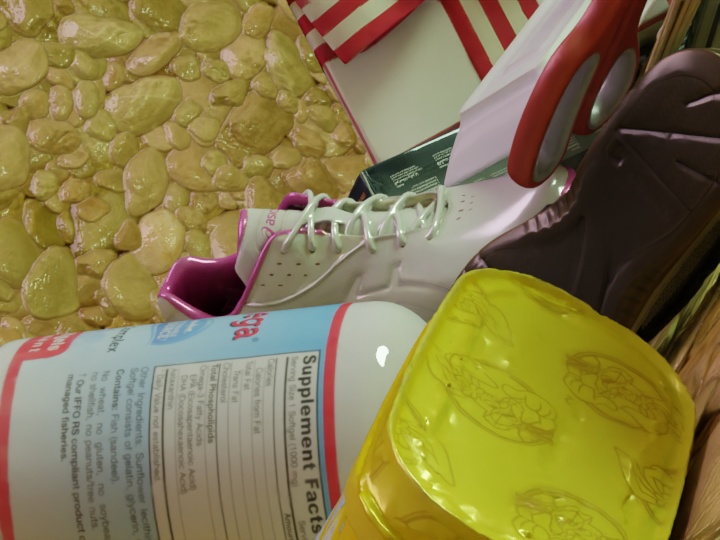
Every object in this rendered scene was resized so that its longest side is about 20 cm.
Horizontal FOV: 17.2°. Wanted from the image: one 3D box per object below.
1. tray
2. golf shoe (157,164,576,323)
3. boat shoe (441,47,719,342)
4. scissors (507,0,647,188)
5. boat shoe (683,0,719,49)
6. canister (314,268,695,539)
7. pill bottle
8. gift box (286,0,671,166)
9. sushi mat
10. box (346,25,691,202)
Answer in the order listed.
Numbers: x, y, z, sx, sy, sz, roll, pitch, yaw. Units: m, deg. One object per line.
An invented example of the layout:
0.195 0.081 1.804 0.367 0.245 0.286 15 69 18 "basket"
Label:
0.105 -0.122 1.009 0.200 0.022 0.107 -53 13 -27 "tray"
0.000 0.000 0.987 0.199 0.092 0.075 -31 23 26 "golf shoe"
0.098 -0.004 0.890 0.066 0.072 0.201 -8 -36 -45 "boat shoe"
0.098 -0.111 0.833 0.073 0.014 0.201 -33 -26 -41 "scissors"
0.168 -0.115 0.932 0.075 0.062 0.201 -66 -5 -70 "boat shoe"
0.011 0.117 0.709 0.201 0.086 0.149 -61 0 28 "canister"
-0.029 0.069 0.832 0.109 0.199 0.109 -6 -90 -79 "pill bottle"
0.033 -0.155 1.175 0.184 0.201 0.187 -33 -5 0 "gift box"
0.120 -0.093 0.913 0.200 0.012 0.096 102 -172 -63 "sushi mat"
0.074 -0.034 1.165 0.199 0.046 0.159 -25 -15 -23 "box"
